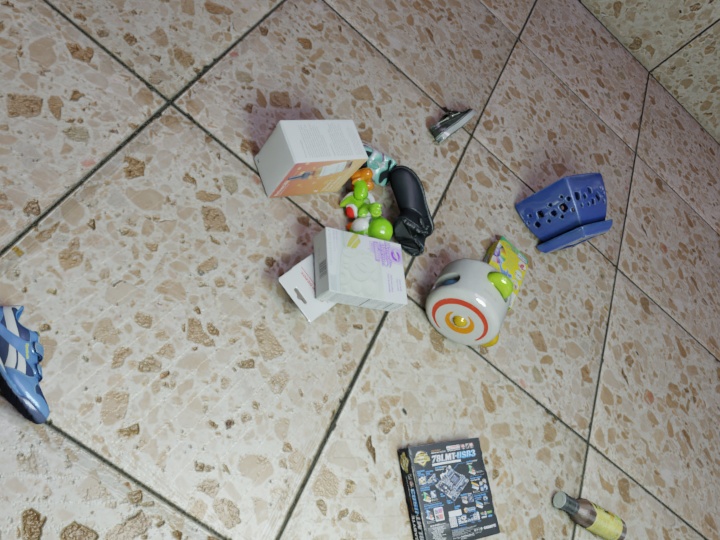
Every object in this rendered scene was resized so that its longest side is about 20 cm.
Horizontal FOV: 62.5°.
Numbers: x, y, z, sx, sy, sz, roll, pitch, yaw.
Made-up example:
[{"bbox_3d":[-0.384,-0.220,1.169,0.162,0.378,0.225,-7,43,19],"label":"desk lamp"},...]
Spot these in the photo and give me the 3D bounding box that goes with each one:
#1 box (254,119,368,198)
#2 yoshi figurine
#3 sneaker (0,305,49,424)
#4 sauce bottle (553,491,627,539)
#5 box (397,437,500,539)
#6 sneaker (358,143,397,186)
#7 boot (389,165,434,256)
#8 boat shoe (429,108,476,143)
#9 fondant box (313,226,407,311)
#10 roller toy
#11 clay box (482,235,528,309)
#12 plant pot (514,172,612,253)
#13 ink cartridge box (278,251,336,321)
[{"bbox_3d":[-0.112,-0.253,1.341,0.199,0.152,0.107,-12,74,-37],"label":"box"},{"bbox_3d":[0.028,-0.137,1.408,0.112,0.112,0.202,12,63,-37],"label":"yoshi figurine"},{"bbox_3d":[-0.521,0.139,0.913,0.082,0.074,0.201,-26,84,-42],"label":"sneaker"},{"bbox_3d":[0.543,0.582,1.407,0.199,0.065,0.065,32,52,-18],"label":"sauce bottle"},{"bbox_3d":[0.185,0.461,1.238,0.198,0.050,0.200,3,64,-33],"label":"box"},{"bbox_3d":[0.005,-0.293,1.496,0.140,0.078,0.200,45,12,33],"label":"sneaker"},{"bbox_3d":[0.116,-0.147,1.437,0.202,0.076,0.168,65,23,-13],"label":"boot"},{"bbox_3d":[0.275,-0.446,1.758,0.064,0.071,0.200,51,51,-2],"label":"boat shoe"},{"bbox_3d":[0.000,0.000,1.260,0.199,0.058,0.146,12,61,-33],"label":"fondant box"},{"bbox_3d":[0.252,0.081,1.397,0.181,0.201,0.140,19,48,18],"label":"roller toy"},{"bbox_3d":[0.383,0.008,1.609,0.115,0.048,0.200,42,49,-9],"label":"clay box"},{"bbox_3d":[0.616,-0.165,1.765,0.199,0.200,0.181,-11,78,-38],"label":"plant pot"},{"bbox_3d":[-0.089,0.027,1.265,0.116,0.068,0.200,53,49,0],"label":"ink cartridge box"}]
